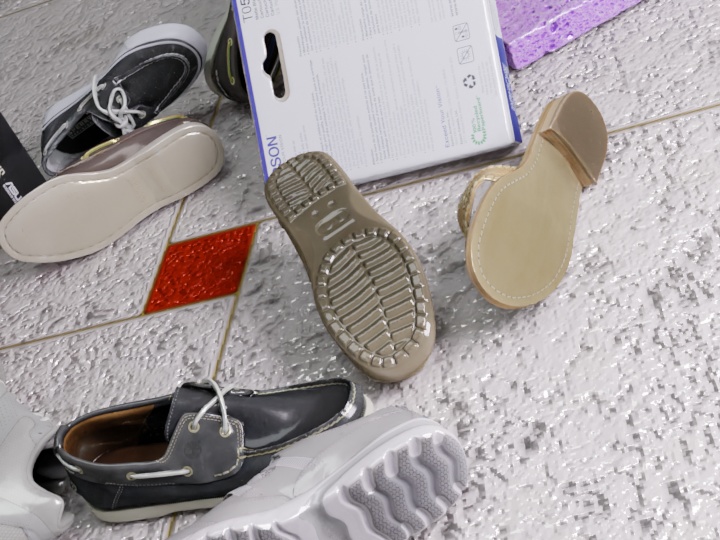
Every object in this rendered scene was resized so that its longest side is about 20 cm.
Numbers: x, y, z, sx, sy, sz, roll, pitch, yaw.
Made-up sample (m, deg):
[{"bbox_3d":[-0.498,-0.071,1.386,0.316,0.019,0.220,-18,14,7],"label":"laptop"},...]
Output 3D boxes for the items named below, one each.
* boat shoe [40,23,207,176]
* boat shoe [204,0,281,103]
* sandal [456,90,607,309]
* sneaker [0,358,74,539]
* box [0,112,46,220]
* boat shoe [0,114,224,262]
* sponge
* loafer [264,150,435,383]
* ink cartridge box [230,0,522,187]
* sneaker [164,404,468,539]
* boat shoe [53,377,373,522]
[{"bbox_3d":[-0.218,-0.148,1.159,0.198,0.074,0.068,-25,43,25],"label":"boat shoe"},{"bbox_3d":[-0.082,-0.248,1.142,0.060,0.071,0.203,26,103,55],"label":"boat shoe"},{"bbox_3d":[0.099,-0.038,0.848,0.069,0.078,0.212,-22,24,43],"label":"sandal"},{"bbox_3d":[-0.232,0.118,0.862,0.091,0.076,0.201,-20,43,-3],"label":"sneaker"},{"bbox_3d":[-0.413,-0.111,1.178,0.199,0.164,0.086,1,44,36],"label":"box"},{"bbox_3d":[-0.211,-0.071,1.079,0.199,0.072,0.060,-29,29,-8],"label":"boat shoe"},{"bbox_3d":[0.188,-0.241,1.059,0.199,0.030,0.112,-29,33,-1],"label":"sponge"},{"bbox_3d":[0.000,0.000,0.856,0.076,0.068,0.201,-29,51,3],"label":"loafer"},{"bbox_3d":[0.007,-0.170,0.967,0.198,0.201,0.041,-10,-1,19],"label":"ink cartridge box"},{"bbox_3d":[-0.038,0.140,0.712,0.199,0.075,0.082,-25,20,-8],"label":"sneaker"},{"bbox_3d":[-0.091,0.101,0.785,0.198,0.068,0.072,-14,35,13],"label":"boat shoe"}]
